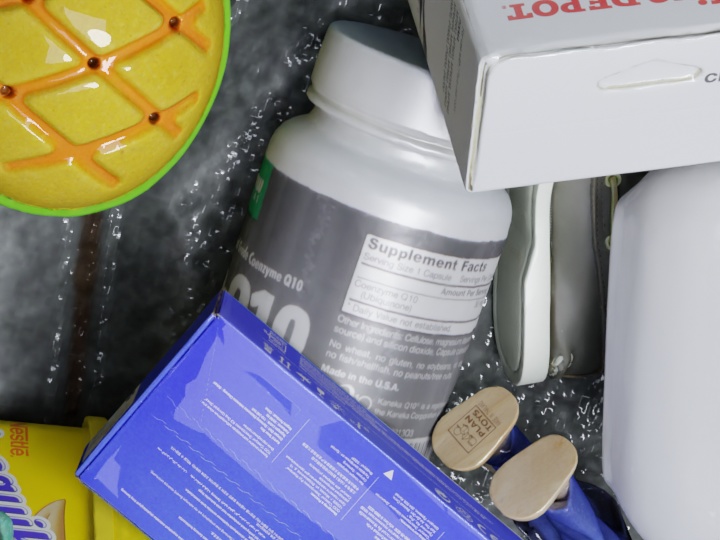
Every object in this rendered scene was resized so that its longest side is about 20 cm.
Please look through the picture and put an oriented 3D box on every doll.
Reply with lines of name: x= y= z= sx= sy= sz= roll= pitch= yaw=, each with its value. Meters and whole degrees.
doll: x=0.097 y=0.120 z=1.357 sx=0.048 sy=0.136 sz=0.200 roll=-45 pitch=142 yaw=-6

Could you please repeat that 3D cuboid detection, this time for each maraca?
maraca: x=-0.117 y=-0.120 z=1.249 sx=0.136 sy=0.107 sz=0.201 roll=7 pitch=105 yaw=-22

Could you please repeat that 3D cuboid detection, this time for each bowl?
bowl: x=0.161 y=0.026 z=1.319 sx=0.074 sy=0.200 sz=0.201 roll=5 pitch=103 yaw=21

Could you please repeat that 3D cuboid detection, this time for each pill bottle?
pill bottle: x=0.000 y=0.000 z=1.307 sx=0.112 sy=0.113 sz=0.201 roll=15 pitch=102 yaw=-16

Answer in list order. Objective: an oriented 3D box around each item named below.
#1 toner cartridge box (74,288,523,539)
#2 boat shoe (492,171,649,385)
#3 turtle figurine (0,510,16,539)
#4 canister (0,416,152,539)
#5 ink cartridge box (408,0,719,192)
toner cartridge box: x=-0.014 y=0.109 z=1.252 sx=0.200 sy=0.043 sz=0.095 roll=41 pitch=102 yaw=-8
boat shoe: x=0.099 y=-0.045 z=1.338 sx=0.060 sy=0.072 sz=0.203 roll=-2 pitch=113 yaw=-13
turtle figurine: x=-0.169 y=0.167 z=1.174 sx=0.199 sy=0.101 sz=0.151 roll=22 pitch=78 yaw=-20
canister: x=-0.194 y=0.121 z=1.282 sx=0.199 sy=0.149 sz=0.087 roll=6 pitch=122 yaw=-11
ink cartridge box: x=0.093 y=-0.137 z=1.234 sx=0.143 sy=0.201 sz=0.084 roll=-7 pitch=140 yaw=-9
